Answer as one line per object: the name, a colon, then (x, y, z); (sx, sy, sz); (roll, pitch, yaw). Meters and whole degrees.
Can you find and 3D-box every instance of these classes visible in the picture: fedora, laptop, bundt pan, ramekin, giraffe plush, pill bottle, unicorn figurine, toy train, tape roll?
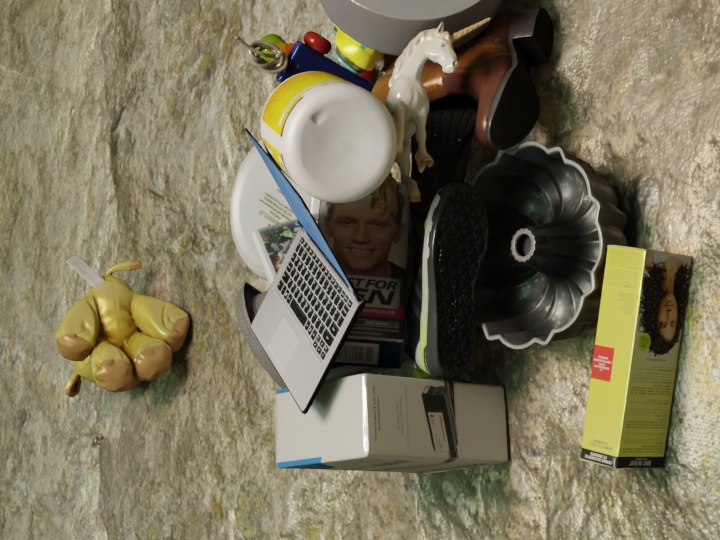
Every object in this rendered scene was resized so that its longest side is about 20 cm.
fedora: (-0.053, 0.073, 1.730); (0.090, 0.200, 0.178); (-35, 50, 12)
laptop: (-0.083, -0.002, 1.520); (0.201, 0.115, 0.187); (-62, 29, 14)
bundt pan: (0.184, -0.021, 1.518); (0.201, 0.075, 0.204); (-9, 79, 49)
ramekin: (-0.070, -0.073, 1.804); (0.201, 0.094, 0.204); (-8, 80, 48)
giraffe plush: (-0.336, 0.100, 2.065); (0.200, 0.172, 0.163); (53, 146, 25)
pill bottle: (-0.036, -0.133, 1.487); (0.200, 0.108, 0.110); (-134, 57, -73)
unicorn figurine: (0.046, -0.147, 1.508); (0.200, 0.073, 0.138); (-44, 38, 44)
toy train: (-0.086, -0.242, 1.765); (0.085, 0.199, 0.116); (-60, 37, 6)
tape roll: (0.052, -0.317, 1.572); (0.066, 0.199, 0.202); (95, 158, -62)

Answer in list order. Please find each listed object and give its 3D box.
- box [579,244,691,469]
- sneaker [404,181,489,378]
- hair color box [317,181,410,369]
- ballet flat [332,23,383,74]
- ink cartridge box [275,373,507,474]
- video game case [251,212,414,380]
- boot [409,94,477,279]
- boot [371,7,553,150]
box: (0.254, 0.080, 1.430); (0.050, 0.075, 0.202); (11, 95, 49)
sneaker: (0.071, 0.010, 1.534); (0.083, 0.071, 0.202); (15, 101, 55)
hair color box: (0.000, 0.000, 1.623); (0.061, 0.099, 0.201); (95, 179, -56)
ballet flat: (0.008, -0.264, 1.713); (0.067, 0.067, 0.200); (-54, 9, 14)
ink cartridge box: (0.033, 0.159, 1.581); (0.144, 0.199, 0.085); (-14, 73, 47)
video game case: (-0.001, 0.017, 1.663); (0.023, 0.180, 0.201); (99, 151, -56)
boot: (0.080, -0.088, 1.642); (0.132, 0.069, 0.201); (89, -165, -48)
boot: (0.085, -0.186, 1.581); (0.199, 0.069, 0.190); (-7, 54, 32)
